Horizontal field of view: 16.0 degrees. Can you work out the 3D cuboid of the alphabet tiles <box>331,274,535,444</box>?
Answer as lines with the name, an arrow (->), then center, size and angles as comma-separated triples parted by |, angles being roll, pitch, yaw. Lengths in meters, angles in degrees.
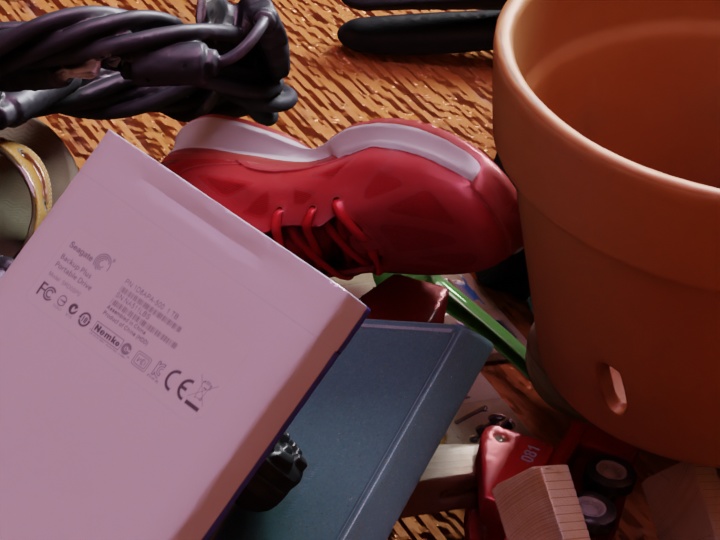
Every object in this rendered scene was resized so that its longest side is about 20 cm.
alphabet tiles -> -0.011, 0.029, 1.135 | 0.167, 0.008, 0.200 | -7, 35, -25

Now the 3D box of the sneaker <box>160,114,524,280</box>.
sneaker -> -0.031, -0.001, 1.050 | 0.200, 0.078, 0.116 | 4, 44, 46

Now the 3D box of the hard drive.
hard drive -> -0.102, 0.062, 0.900 | 0.132, 0.200, 0.025 | 34, -3, 36

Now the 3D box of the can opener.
can opener -> 0.087, -0.140, 1.387 | 0.200, 0.063, 0.079 | 5, 31, -7

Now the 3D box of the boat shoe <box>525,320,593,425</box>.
boat shoe -> 0.166, 0.050, 1.059 | 0.200, 0.072, 0.065 | 13, -6, 6

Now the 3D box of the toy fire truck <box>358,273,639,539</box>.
toy fire truck -> 0.032, 0.086, 1.001 | 0.141, 0.049, 0.200 | 19, 35, 14

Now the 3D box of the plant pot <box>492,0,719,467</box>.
plant pot -> 0.142, -0.020, 0.969 | 0.200, 0.140, 0.200 | 4, 35, -3

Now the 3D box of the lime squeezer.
lime squeezer -> 0.000, 0.000, 1.139 | 0.200, 0.038, 0.071 | 17, 25, 7

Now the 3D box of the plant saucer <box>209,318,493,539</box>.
plant saucer -> -0.019, 0.086, 0.954 | 0.070, 0.019, 0.200 | 4, 42, 30

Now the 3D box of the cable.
cable -> -0.110, -0.081, 1.134 | 0.163, 0.051, 0.200 | -10, -2, -3

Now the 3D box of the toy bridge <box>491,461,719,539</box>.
toy bridge -> 0.129, 0.107, 0.969 | 0.200, 0.027, 0.067 | 5, 63, -49

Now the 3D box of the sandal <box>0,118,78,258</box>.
sandal -> -0.173, -0.027, 1.138 | 0.080, 0.054, 0.200 | 11, 31, 4

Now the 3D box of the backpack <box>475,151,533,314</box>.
backpack -> 0.164, -0.025, 1.144 | 0.200, 0.163, 0.154 | 12, 39, -8

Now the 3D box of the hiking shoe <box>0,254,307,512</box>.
hiking shoe -> -0.098, 0.064, 0.969 | 0.200, 0.074, 0.087 | 21, 71, 49
